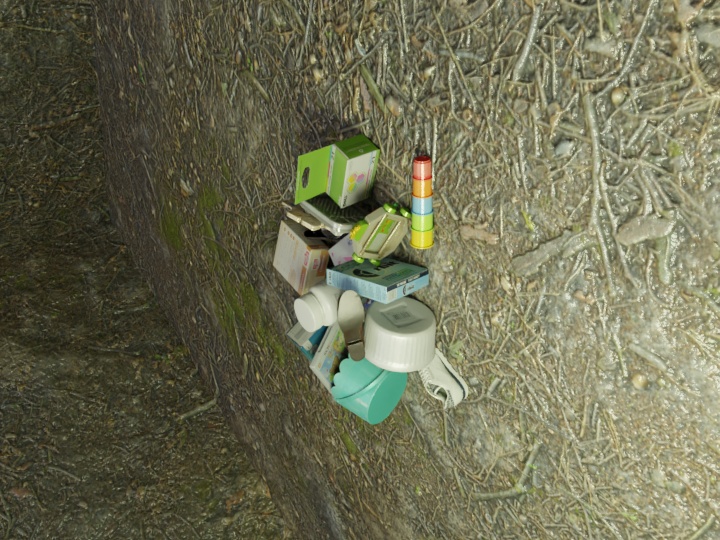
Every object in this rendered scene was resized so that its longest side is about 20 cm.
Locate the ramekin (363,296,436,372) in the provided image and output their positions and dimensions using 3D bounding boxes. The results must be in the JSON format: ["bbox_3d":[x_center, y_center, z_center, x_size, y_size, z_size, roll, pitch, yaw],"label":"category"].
[{"bbox_3d":[0.096,0.150,1.593,0.199,0.197,0.100,35,131,40],"label":"ramekin"}]

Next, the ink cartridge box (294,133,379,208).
[{"bbox_3d":[-0.059,-0.228,1.567,0.076,0.197,0.150,44,143,29],"label":"ink cartridge box"}]

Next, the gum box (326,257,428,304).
[{"bbox_3d":[0.041,0.016,1.572,0.196,0.168,0.046,16,115,39],"label":"gum box"}]

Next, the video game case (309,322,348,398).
[{"bbox_3d":[-0.060,0.253,1.851,0.022,0.185,0.202,5,144,33],"label":"video game case"}]

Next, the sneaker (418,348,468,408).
[{"bbox_3d":[0.185,0.263,1.636,0.200,0.079,0.078,44,144,35],"label":"sneaker"}]

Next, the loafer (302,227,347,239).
[{"bbox_3d":[-0.097,-0.114,1.833,0.198,0.062,0.074,-4,106,58],"label":"loafer"}]

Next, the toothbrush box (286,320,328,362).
[{"bbox_3d":[-0.111,0.206,1.922,0.085,0.147,0.201,34,165,40],"label":"toothbrush box"}]

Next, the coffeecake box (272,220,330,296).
[{"bbox_3d":[-0.181,-0.039,1.950,0.200,0.071,0.158,42,126,44],"label":"coffeecake box"}]

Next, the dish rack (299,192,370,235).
[{"bbox_3d":[-0.057,-0.143,1.648,0.199,0.168,0.045,38,121,38],"label":"dish rack"}]

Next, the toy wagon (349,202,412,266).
[{"bbox_3d":[0.036,-0.089,1.513,0.040,0.197,0.157,46,113,32],"label":"toy wagon"}]

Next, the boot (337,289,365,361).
[{"bbox_3d":[-0.031,0.095,1.574,0.201,0.062,0.192,-107,12,-65],"label":"boot"}]

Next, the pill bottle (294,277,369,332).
[{"bbox_3d":[-0.074,0.076,1.720,0.112,0.197,0.116,34,139,37],"label":"pill bottle"}]

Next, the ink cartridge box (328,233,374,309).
[{"bbox_3d":[0.000,0.000,1.783,0.196,0.043,0.205,-32,81,58],"label":"ink cartridge box"}]

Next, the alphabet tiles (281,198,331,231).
[{"bbox_3d":[-0.106,-0.145,1.690,0.192,0.199,0.015,29,115,22],"label":"alphabet tiles"}]

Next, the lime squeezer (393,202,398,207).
[{"bbox_3d":[0.019,-0.090,1.593,0.037,0.071,0.201,35,122,-4],"label":"lime squeezer"}]

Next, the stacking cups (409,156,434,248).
[{"bbox_3d":[0.142,-0.156,1.456,0.060,0.059,0.206,27,127,45],"label":"stacking cups"}]

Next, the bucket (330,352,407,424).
[{"bbox_3d":[0.029,0.316,1.803,0.133,0.205,0.212,30,135,31],"label":"bucket"}]
